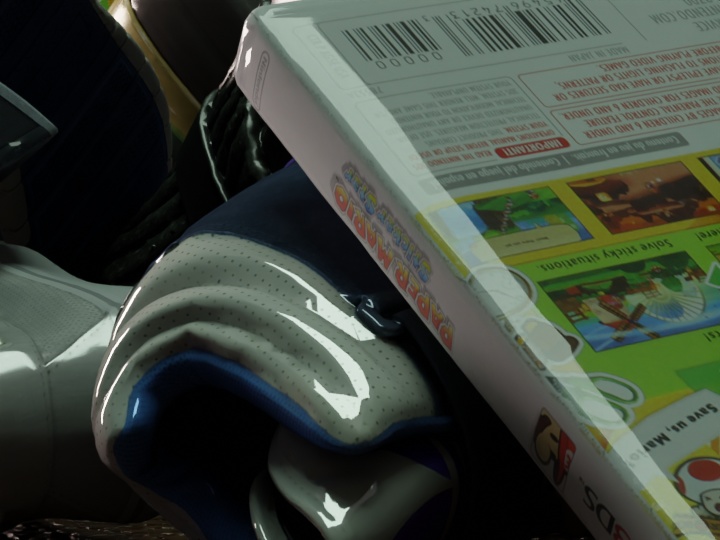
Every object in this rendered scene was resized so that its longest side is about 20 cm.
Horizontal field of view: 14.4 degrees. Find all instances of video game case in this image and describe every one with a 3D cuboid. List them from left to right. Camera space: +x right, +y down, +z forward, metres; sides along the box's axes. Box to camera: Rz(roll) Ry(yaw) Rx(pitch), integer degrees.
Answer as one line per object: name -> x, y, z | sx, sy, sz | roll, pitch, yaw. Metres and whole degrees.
video game case -> 0.102, -0.009, 0.577 | 0.199, 0.023, 0.182 | -11, 44, -29

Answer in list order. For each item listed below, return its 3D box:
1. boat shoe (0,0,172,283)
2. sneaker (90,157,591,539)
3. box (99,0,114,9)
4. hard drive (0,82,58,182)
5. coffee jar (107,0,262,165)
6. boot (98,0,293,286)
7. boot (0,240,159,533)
boat shoe -> -0.111, -0.059, 0.829 | 0.072, 0.072, 0.200 | 25, -28, 27
sneaker -> 0.044, 0.040, 0.581 | 0.199, 0.081, 0.146 | 19, 33, 15
box -> -0.082, -0.053, 1.171 | 0.101, 0.201, 0.112 | -1, 2, 14
hard drive -> -0.167, 0.001, 0.772 | 0.135, 0.042, 0.200 | -33, 3, -26
coffee jar -> -0.081, -0.039, 1.039 | 0.200, 0.085, 0.104 | -44, -13, 27
boot -> 0.002, 0.000, 0.771 | 0.079, 0.158, 0.211 | 17, 28, -25
boot -> -0.118, 0.030, 0.706 | 0.095, 0.074, 0.200 | -3, 0, -27
